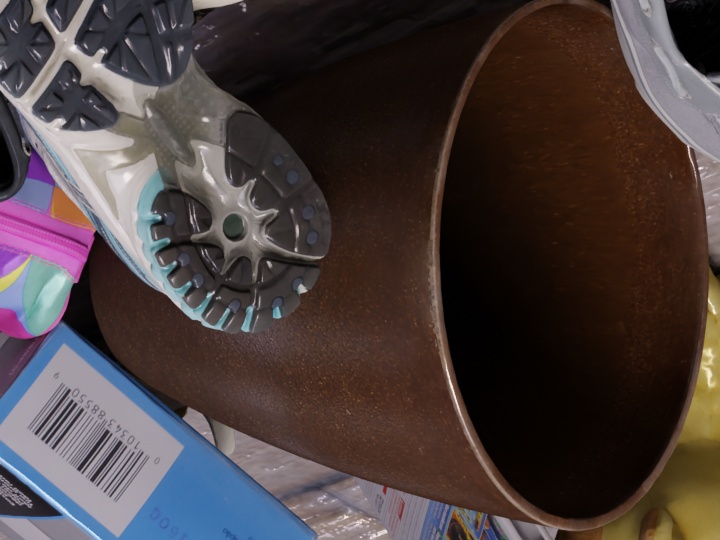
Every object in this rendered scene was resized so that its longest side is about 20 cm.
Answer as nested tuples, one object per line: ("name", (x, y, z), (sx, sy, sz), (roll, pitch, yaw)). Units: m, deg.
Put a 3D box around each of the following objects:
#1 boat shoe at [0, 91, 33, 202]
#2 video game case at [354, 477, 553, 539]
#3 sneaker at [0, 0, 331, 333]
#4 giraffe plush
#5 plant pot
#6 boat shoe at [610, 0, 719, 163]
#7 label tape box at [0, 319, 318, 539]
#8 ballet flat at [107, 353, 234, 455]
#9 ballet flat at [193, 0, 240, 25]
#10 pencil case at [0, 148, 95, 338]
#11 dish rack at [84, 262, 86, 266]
("boat shoe", (-0.161, -0.087, 0.709), (0.074, 0.066, 0.200), (-8, 147, 18))
("video game case", (0.046, 0.118, 0.994), (0.018, 0.201, 0.143), (-23, 154, -20))
("sneaker", (-0.092, -0.065, 0.709), (0.086, 0.078, 0.201), (17, 140, 54))
("giraffe plush", (0.139, 0.096, 0.963), (0.172, 0.163, 0.200), (16, 146, -20))
("plant pot", (0.000, 0.000, 0.834), (0.199, 0.188, 0.187), (-2, 151, 37))
("boat shoe", (0.125, -0.082, 0.752), (0.070, 0.072, 0.201), (-33, 139, 7))
("label tape box", (-0.124, 0.094, 0.952), (0.143, 0.066, 0.200), (41, 158, -17))
("ballet flat", (-0.060, 0.050, 0.996), (0.069, 0.070, 0.199), (29, 144, -36))
("ballet flat", (-0.023, -0.131, 0.700), (0.068, 0.076, 0.200), (22, 143, -26))
("pencil case", (-0.183, -0.035, 0.798), (0.088, 0.089, 0.199), (-23, 153, 35))
("dish rack", (-0.222, -0.022, 0.923), (0.171, 0.044, 0.200), (-23, 139, 36))
